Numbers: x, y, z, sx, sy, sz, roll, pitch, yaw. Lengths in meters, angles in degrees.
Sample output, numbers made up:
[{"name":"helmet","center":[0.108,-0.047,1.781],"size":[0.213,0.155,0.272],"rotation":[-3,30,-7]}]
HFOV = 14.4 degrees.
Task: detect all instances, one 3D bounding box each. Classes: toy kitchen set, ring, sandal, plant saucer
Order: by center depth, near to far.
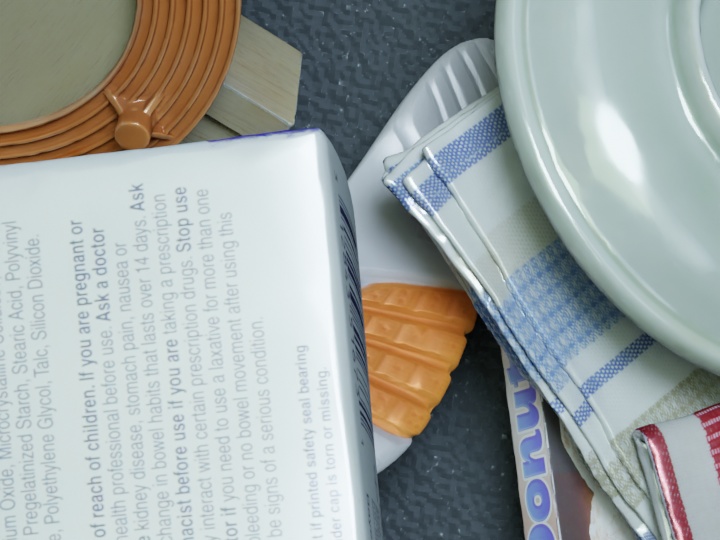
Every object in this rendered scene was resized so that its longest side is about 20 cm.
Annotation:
[{"name":"ring","center":[-0.139,-0.094,0.936],"size":[0.200,0.200,0.019],"rotation":[8,40,2]},{"name":"plant saucer","center":[0.138,-0.060,0.984],"size":[0.200,0.050,0.200],"rotation":[16,60,-31]},{"name":"toy kitchen set","center":[-0.095,-0.155,1.010],"size":[0.200,0.163,0.180],"rotation":[31,39,-23]},{"name":"sandal","center":[0.007,0.005,1.031],"size":[0.079,0.059,0.207],"rotation":[40,61,-6]}]

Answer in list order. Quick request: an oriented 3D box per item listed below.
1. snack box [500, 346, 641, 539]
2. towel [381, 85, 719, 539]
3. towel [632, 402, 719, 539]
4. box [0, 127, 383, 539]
[{"name":"snack box","center":[0.088,0.059,1.014],"size":[0.072,0.024,0.200],"rotation":[0,78,-33]},{"name":"towel","center":[0.113,0.008,1.005],"size":[0.147,0.024,0.200],"rotation":[-37,94,-26]},{"name":"towel","center":[0.202,0.101,0.989],"size":[0.200,0.023,0.144],"rotation":[-11,78,-22]},{"name":"box","center":[-0.095,0.066,0.908],"size":[0.200,0.105,0.184],"rotation":[-6,76,3]}]
